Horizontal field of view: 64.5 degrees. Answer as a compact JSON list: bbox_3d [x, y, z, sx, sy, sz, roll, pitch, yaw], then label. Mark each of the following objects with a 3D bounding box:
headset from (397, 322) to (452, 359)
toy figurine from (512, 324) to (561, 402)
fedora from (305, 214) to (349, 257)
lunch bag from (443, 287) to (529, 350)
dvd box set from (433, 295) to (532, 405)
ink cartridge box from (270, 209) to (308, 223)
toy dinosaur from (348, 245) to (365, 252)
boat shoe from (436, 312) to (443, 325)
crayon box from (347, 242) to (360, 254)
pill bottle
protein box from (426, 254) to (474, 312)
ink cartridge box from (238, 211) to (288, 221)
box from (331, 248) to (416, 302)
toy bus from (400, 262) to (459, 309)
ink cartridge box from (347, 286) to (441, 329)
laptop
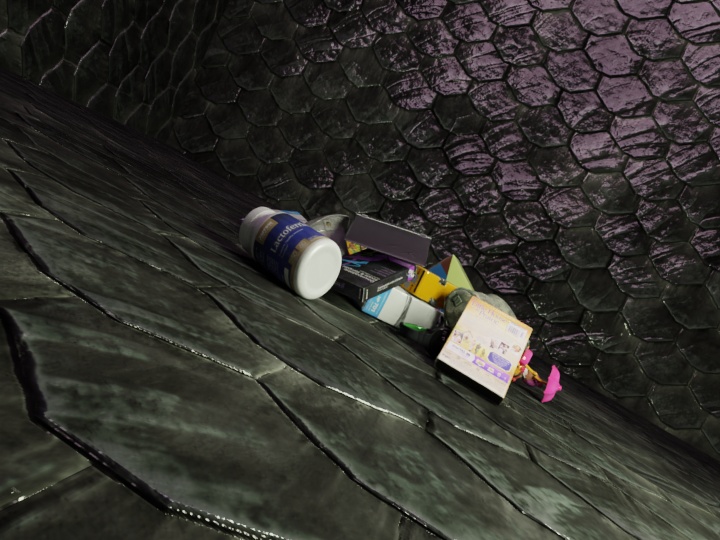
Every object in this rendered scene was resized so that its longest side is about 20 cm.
[{"bbox_3d":[0.177,0.139,1.211,0.194,0.097,0.123,19,2,13],"label":"headset"},{"bbox_3d":[0.423,0.260,1.467,0.183,0.152,0.199,41,-22,-8],"label":"toy figurine"},{"bbox_3d":[-0.087,-0.042,1.309,0.197,0.177,0.092,-3,55,-54],"label":"fedora"},{"bbox_3d":[0.285,0.127,1.329,0.197,0.138,0.172,13,51,-52],"label":"lunch bag"},{"bbox_3d":[0.246,0.151,1.127,0.143,0.030,0.201,28,46,13],"label":"dvd box set"},{"bbox_3d":[-0.191,-0.100,1.475,0.112,0.069,0.200,3,19,-24],"label":"ink cartridge box"},{"bbox_3d":[0.000,0.000,1.448,0.085,0.198,0.138,-28,-88,51],"label":"toy dinosaur"},{"bbox_3d":[0.195,0.113,1.510,0.062,0.074,0.200,33,-3,17],"label":"boat shoe"},{"bbox_3d":[-0.039,-0.032,1.563,0.195,0.052,0.127,3,31,-38],"label":"crayon box"},{"bbox_3d":[-0.138,-0.040,1.084,0.197,0.119,0.115,30,5,35],"label":"pill bottle"},{"bbox_3d":[0.273,0.080,1.704,0.203,0.132,0.200,63,11,9],"label":"protein box"},{"bbox_3d":[-0.220,-0.108,1.647,0.197,0.042,0.197,30,28,33],"label":"ink cartridge box"},{"bbox_3d":[0.012,0.005,1.224,0.140,0.037,0.198,20,27,33],"label":"box"},{"bbox_3d":[0.185,0.050,1.371,0.197,0.067,0.078,25,4,-46],"label":"toy bus"},{"bbox_3d":[0.073,0.073,1.356,0.196,0.088,0.146,28,4,-25],"label":"ink cartridge box"},{"bbox_3d":[0.059,-0.043,1.298,0.181,0.119,0.201,19,-25,5],"label":"laptop"}]
